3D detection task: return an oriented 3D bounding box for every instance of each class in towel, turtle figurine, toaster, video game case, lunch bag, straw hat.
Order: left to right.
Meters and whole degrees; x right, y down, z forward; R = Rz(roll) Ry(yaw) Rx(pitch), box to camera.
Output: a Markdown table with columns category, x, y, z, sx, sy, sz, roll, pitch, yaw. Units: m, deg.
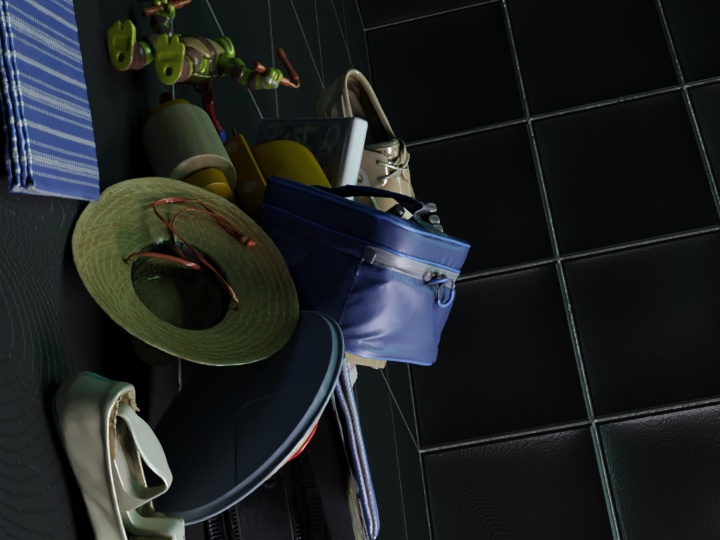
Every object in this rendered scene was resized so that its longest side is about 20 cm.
| category | x | y | z | sx | sy | sz | roll | pitch | yaw |
| --- | --- | --- | --- | --- | --- | --- | --- | --- | --- |
| towel | -0.226 | -0.151 | 0.739 | 0.145 | 0.023 | 0.204 | -16 | 97 | -84 |
| straw hat | -0.147 | 0.025 | 0.842 | 0.086 | 0.198 | 0.203 | -56 | -158 | 34 |
| turtle figurine | -0.166 | -0.205 | 0.996 | 0.065 | 0.198 | 0.161 | -62 | 164 | 21 |
| toaster | -0.079 | 0.234 | 1.015 | 0.129 | 0.111 | 0.204 | 63 | 14 | -73 |
| video game case | -0.072 | -0.061 | 1.130 | 0.023 | 0.180 | 0.204 | 12 | 88 | -39 |
| video game case | -0.026 | 0.174 | 0.979 | 0.181 | 0.025 | 0.204 | 75 | 0 | -77 |
| towel | -0.011 | 0.133 | 0.912 | 0.200 | 0.023 | 0.148 | -144 | -139 | -87 |
| lunch bag | -0.003 | -0.007 | 0.922 | 0.135 | 0.198 | 0.135 | 13 | 94 | -52 |

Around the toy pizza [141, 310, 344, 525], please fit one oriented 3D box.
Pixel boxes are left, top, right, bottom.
| category | x | y | z | sx | sy | sz | roll | pitch | yaw |
| --- | --- | --- | --- | --- | --- | --- | --- | --- | --- |
| toy pizza | -0.087 | 0.113 | 0.811 | 0.032 | 0.198 | 0.202 | 48 | 21 | -26 |

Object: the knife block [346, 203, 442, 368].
| category | x | y | z | sx | sy | sz | roll | pitch | yaw |
| --- | --- | --- | --- | --- | --- | --- | --- | --- | --- |
| knife block | 0.000 | 0.000 | 1.095 | 0.199 | 0.063 | 0.179 | 24 | -81 | 51 |

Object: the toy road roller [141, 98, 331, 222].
| category | x | y | z | sx | sy | sz | roll | pitch | yaw |
| --- | --- | --- | --- | --- | --- | --- | --- | --- | --- |
| toy road roller | -0.107 | -0.081 | 1.021 | 0.124 | 0.144 | 0.201 | 60 | -4 | 38 |

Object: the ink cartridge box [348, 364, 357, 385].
| category | x | y | z | sx | sy | sz | roll | pitch | yaw |
| --- | --- | --- | --- | --- | --- | --- | --- | --- | --- |
| ink cartridge box | -0.069 | 0.066 | 1.444 | 0.145 | 0.083 | 0.204 | -42 | 121 | -81 |

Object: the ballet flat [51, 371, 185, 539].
| category | x | y | z | sx | sy | sz | roll | pitch | yaw |
| --- | --- | --- | --- | --- | --- | --- | --- | --- | --- |
| ballet flat | -0.153 | 0.163 | 0.719 | 0.070 | 0.068 | 0.204 | -79 | 157 | -71 |

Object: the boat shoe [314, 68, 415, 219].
| category | x | y | z | sx | sy | sz | roll | pitch | yaw |
| --- | --- | --- | --- | --- | --- | --- | --- | --- | --- |
| boat shoe | 0.017 | -0.113 | 1.122 | 0.065 | 0.071 | 0.203 | -33 | -102 | 54 |

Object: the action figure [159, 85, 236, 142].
| category | x | y | z | sx | sy | sz | roll | pitch | yaw |
| --- | --- | --- | --- | --- | --- | --- | --- | --- | --- |
| action figure | -0.152 | -0.112 | 1.105 | 0.202 | 0.064 | 0.052 | 77 | -7 | -53 |
